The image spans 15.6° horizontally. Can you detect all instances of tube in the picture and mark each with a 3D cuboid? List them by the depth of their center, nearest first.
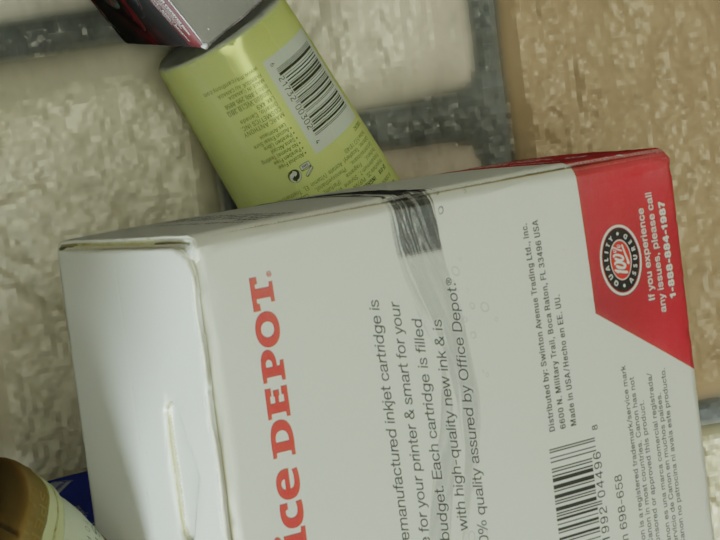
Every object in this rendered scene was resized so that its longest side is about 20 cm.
[{"bbox_3d":[0.000,0.000,0.923,0.058,0.052,0.201,-26,106,23],"label":"tube"}]

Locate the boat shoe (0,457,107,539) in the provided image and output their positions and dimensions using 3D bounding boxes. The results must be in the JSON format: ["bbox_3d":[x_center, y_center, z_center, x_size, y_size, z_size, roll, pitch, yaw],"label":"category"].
[{"bbox_3d":[-0.146,0.115,0.840,0.066,0.199,0.074,35,57,-30],"label":"boat shoe"}]

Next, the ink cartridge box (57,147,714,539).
[{"bbox_3d":[0.011,0.046,0.849,0.199,0.083,0.146,-11,96,-38],"label":"ink cartridge box"}]

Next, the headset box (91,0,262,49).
[{"bbox_3d":[-0.078,-0.148,0.812,0.075,0.200,0.149,-40,103,-6],"label":"headset box"}]

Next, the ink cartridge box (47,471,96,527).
[{"bbox_3d":[-0.071,0.173,0.898,0.044,0.094,0.202,-13,97,-12],"label":"ink cartridge box"}]
